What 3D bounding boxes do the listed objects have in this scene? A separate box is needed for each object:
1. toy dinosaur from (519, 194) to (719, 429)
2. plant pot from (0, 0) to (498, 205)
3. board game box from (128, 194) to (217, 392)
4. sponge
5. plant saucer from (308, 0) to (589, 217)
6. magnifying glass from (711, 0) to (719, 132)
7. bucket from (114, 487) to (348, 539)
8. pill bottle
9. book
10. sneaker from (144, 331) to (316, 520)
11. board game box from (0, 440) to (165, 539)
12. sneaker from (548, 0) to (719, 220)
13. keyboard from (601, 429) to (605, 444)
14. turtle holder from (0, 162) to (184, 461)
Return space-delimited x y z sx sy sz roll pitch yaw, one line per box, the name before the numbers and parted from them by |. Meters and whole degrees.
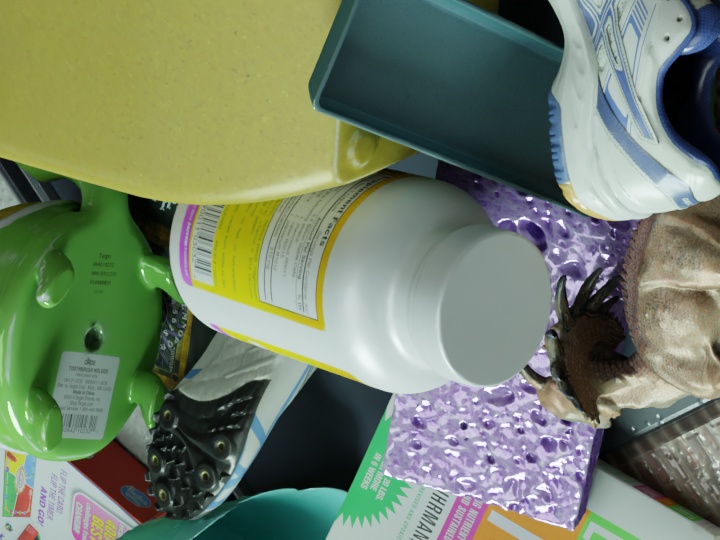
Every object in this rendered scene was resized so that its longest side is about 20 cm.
toy dinosaur | 0.151 0.008 1.017 0.135 0.086 0.201 20 110 12
plant pot | -0.042 -0.135 1.029 0.199 0.194 0.197 25 124 34
board game box | -0.111 -0.003 1.297 0.135 0.028 0.201 36 131 18
sponge | 0.080 0.032 1.110 0.111 0.030 0.201 17 116 15
plant saucer | 0.054 -0.081 0.977 0.019 0.199 0.070 28 97 45
magnifying glass | 0.155 -0.085 1.041 0.079 0.022 0.201 -11 104 42
bucket | -0.070 0.230 1.277 0.134 0.207 0.208 -15 104 53
pill bottle | 0.000 0.000 1.054 0.199 0.104 0.105 17 124 49
book | 0.086 0.153 1.184 0.199 0.048 0.134 28 99 24
sneaker | -0.056 0.056 1.209 0.072 0.072 0.201 37 104 34
board game box | -0.225 0.151 1.468 0.200 0.040 0.154 39 132 17
sneaker | 0.129 -0.125 0.965 0.088 0.075 0.202 -4 99 41
keyboard | 0.089 -0.005 1.133 0.103 0.040 0.201 10 115 14
turtle holder | -0.192 0.014 1.256 0.131 0.141 0.187 12 121 36
